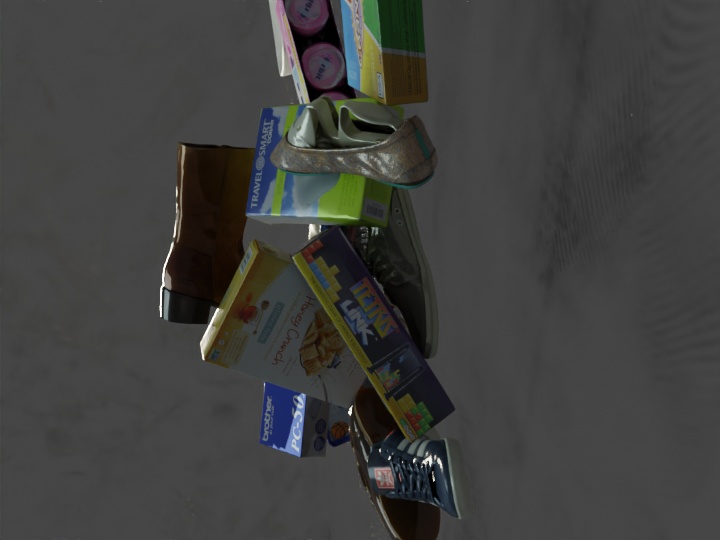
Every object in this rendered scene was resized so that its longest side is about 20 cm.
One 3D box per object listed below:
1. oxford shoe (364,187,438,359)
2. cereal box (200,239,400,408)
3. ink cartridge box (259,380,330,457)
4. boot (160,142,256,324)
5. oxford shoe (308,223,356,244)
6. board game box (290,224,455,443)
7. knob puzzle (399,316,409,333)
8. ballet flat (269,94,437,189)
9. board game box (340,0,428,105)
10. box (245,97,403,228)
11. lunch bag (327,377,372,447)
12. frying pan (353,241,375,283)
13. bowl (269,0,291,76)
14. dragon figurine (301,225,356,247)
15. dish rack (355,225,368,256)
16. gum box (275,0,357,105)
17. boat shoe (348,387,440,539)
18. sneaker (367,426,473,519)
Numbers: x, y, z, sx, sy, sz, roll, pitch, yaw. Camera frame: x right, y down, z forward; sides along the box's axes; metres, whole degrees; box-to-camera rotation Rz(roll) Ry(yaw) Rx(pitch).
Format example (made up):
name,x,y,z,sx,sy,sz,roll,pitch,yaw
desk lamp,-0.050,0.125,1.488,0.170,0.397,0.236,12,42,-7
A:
name,x,y,z,sx,sy,sz,roll,pitch,yaw
oxford shoe,0.036,-0.003,0.809,0.076,0.056,0.204,104,154,-60
cereal box,-0.066,0.066,0.930,0.146,0.197,0.040,-61,27,14
ink cartridge box,-0.078,0.126,1.033,0.093,0.044,0.205,3,87,49
boot,-0.141,-0.043,0.945,0.068,0.185,0.205,21,104,56
oxford shoe,-0.047,-0.081,0.977,0.069,0.074,0.205,-7,70,42
board game box,0.005,0.054,0.798,0.202,0.056,0.165,57,175,-5
knob puzzle,0.043,0.155,1.011,0.220,0.030,0.225,171,90,-82
ballet flat,-0.015,-0.123,0.732,0.197,0.068,0.068,11,136,38
board game box,0.016,-0.245,0.759,0.200,0.039,0.157,-121,24,-70
box,-0.049,-0.111,0.843,0.197,0.047,0.125,5,84,43
lunch bag,-0.038,0.120,1.158,0.170,0.121,0.204,-130,25,-74
frying pan,0.003,0.014,1.000,0.189,0.030,0.117,37,147,52
bowl,-0.115,-0.449,1.380,0.200,0.073,0.205,160,102,-81
dragon figurine,-0.005,-0.100,0.895,0.100,0.200,0.059,48,-161,9
dish rack,-0.011,-0.073,1.086,0.201,0.053,0.157,100,159,-64
gum box,-0.056,-0.272,1.087,0.113,0.065,0.205,-148,42,-80
boat shoe,0.036,0.238,0.941,0.071,0.069,0.203,109,150,-46
sneaker,0.052,0.201,0.796,0.200,0.082,0.077,151,111,-81
